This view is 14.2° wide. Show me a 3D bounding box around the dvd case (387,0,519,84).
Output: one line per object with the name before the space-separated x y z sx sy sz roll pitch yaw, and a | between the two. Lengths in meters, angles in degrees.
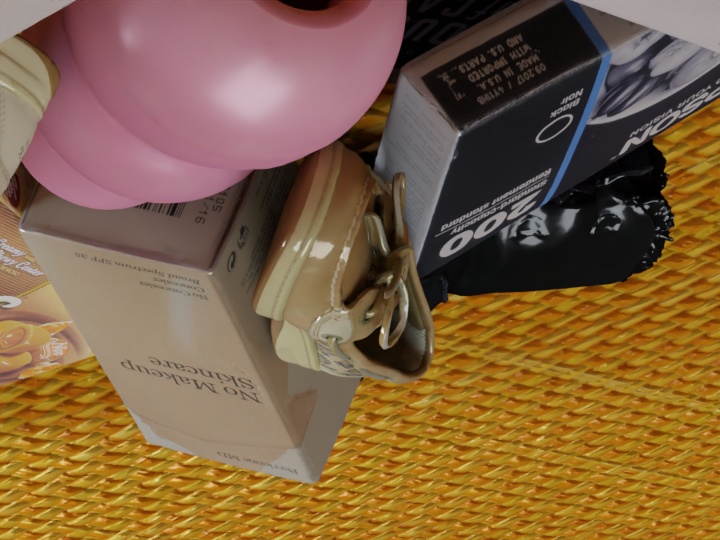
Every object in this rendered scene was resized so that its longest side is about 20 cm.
dvd case | 0.040 -0.133 1.132 0.150 0.025 0.200 3 151 -38

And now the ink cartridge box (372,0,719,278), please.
ink cartridge box | 0.093 -0.071 1.201 0.198 0.043 0.200 -30 166 -18

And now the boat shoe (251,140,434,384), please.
boat shoe | 0.000 0.000 1.135 0.063 0.074 0.200 21 170 7

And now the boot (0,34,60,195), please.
boot | -0.211 -0.040 0.970 0.200 0.155 0.072 26 164 -28

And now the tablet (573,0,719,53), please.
tablet | 0.121 -0.151 1.058 0.200 0.014 0.130 13 112 -44

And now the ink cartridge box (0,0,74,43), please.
ink cartridge box | -0.097 -0.151 0.881 0.200 0.117 0.067 -26 155 24

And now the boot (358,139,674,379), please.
boot | 0.051 -0.005 1.384 0.162 0.074 0.198 -7 152 -18

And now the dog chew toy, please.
dog chew toy | -0.069 -0.081 1.070 0.124 0.125 0.200 -1 161 -31

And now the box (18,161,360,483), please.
box | -0.066 0.008 1.249 0.095 0.078 0.200 12 154 21

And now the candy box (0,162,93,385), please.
candy box | -0.177 -0.006 1.255 0.115 0.055 0.200 -19 157 10
